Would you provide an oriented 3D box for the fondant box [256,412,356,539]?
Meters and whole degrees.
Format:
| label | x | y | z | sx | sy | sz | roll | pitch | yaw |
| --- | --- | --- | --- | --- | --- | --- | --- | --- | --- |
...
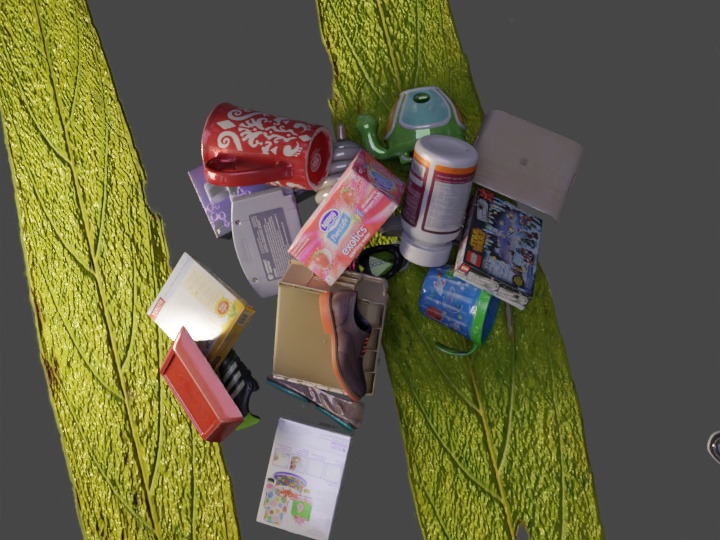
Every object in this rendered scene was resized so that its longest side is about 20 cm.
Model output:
| label | x | y | z | sx | sy | sz | roll | pitch | yaw |
| --- | --- | --- | --- | --- | --- | --- | --- | --- | --- |
| fondant box | -0.101 | 0.386 | 1.506 | 0.142 | 0.058 | 0.204 | 13 | 90 | 9 |

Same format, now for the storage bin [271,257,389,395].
| label | x | y | z | sx | sy | sz | roll | pitch | yaw |
| --- | --- | --- | --- | --- | --- | --- | --- | --- | --- |
| storage bin | -0.053 | 0.105 | 1.446 | 0.195 | 0.094 | 0.203 | 11 | 116 | 8 |

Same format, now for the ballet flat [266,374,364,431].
| label | x | y | z | sx | sy | sz | roll | pitch | yaw |
| --- | --- | --- | --- | --- | --- | --- | --- | --- | --- |
| ballet flat | -0.080 | 0.228 | 1.509 | 0.198 | 0.068 | 0.068 | 29 | 74 | 3 |

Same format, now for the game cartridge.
| label | x | y | z | sx | sy | sz | roll | pitch | yaw |
| --- | --- | --- | --- | --- | --- | --- | --- | --- | --- |
| game cartridge | -0.166 | -0.052 | 1.488 | 0.131 | 0.041 | 0.203 | -14 | 115 | -2 |

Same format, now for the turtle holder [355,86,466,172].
| label | x | y | z | sx | sy | sz | roll | pitch | yaw |
| --- | --- | --- | --- | --- | --- | --- | --- | --- | --- |
| turtle holder | 0.098 | -0.252 | 1.450 | 0.183 | 0.140 | 0.135 | -8 | 88 | 30 |

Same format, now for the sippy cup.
| label | x | y | z | sx | sy | sz | roll | pitch | yaw |
| --- | --- | --- | --- | --- | --- | --- | --- | --- | --- |
| sippy cup | 0.178 | 0.049 | 1.438 | 0.128 | 0.140 | 0.180 | 18 | 65 | 18 |

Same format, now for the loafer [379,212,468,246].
| label | x | y | z | sx | sy | sz | roll | pitch | yaw |
| --- | --- | --- | --- | --- | --- | --- | --- | --- | --- |
| loafer | 0.131 | -0.068 | 1.471 | 0.196 | 0.070 | 0.071 | 0 | 81 | 8 |

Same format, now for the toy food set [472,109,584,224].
| label | x | y | z | sx | sy | sz | roll | pitch | yaw |
| --- | --- | --- | --- | --- | --- | --- | --- | --- | --- |
| toy food set | 0.293 | -0.189 | 1.460 | 0.197 | 0.060 | 0.146 | 24 | 81 | 7 |

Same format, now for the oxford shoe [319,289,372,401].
| label | x | y | z | sx | sy | sz | roll | pitch | yaw |
| --- | --- | --- | --- | --- | --- | --- | --- | --- | --- |
| oxford shoe | -0.012 | 0.129 | 1.356 | 0.071 | 0.071 | 0.203 | -11 | 111 | 12 |

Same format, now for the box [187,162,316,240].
| label | x | y | z | sx | sy | sz | roll | pitch | yaw |
| --- | --- | --- | --- | --- | --- | --- | --- | --- | --- |
| box | -0.204 | -0.166 | 1.522 | 0.197 | 0.079 | 0.143 | -27 | 88 | 7 |

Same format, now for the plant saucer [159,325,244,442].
| label | x | y | z | sx | sy | sz | roll | pitch | yaw |
| --- | --- | --- | --- | --- | --- | --- | --- | --- | --- |
| plant saucer | -0.303 | 0.222 | 1.478 | 0.036 | 0.200 | 0.201 | -32 | 83 | -31 |

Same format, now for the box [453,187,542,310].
| label | x | y | z | sx | sy | sz | roll | pitch | yaw |
| --- | --- | --- | --- | --- | --- | --- | --- | --- | --- |
| box | 0.241 | -0.042 | 1.389 | 0.135 | 0.202 | 0.040 | 25 | 136 | -7 |

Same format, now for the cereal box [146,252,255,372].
| label | x | y | z | sx | sy | sz | roll | pitch | yaw |
| --- | --- | --- | --- | --- | --- | --- | --- | --- | --- |
| cereal box | -0.304 | 0.077 | 1.514 | 0.199 | 0.039 | 0.145 | 38 | 95 | 33 |

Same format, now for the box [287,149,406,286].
| label | x | y | z | sx | sy | sz | roll | pitch | yaw |
| --- | --- | --- | --- | --- | --- | --- | --- | --- | --- |
| box | -0.024 | -0.089 | 1.363 | 0.102 | 0.095 | 0.200 | 37 | 119 | -8 |

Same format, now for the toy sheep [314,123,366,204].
| label | x | y | z | sx | sy | sz | roll | pitch | yaw |
| --- | --- | --- | --- | --- | --- | --- | --- | --- | --- |
| toy sheep | -0.028 | -0.165 | 1.465 | 0.135 | 0.138 | 0.204 | -11 | 87 | 8 |

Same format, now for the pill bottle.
| label | x | y | z | sx | sy | sz | roll | pitch | yaw |
| --- | --- | --- | --- | --- | --- | --- | --- | --- | --- |
| pill bottle | 0.127 | -0.116 | 1.361 | 0.108 | 0.110 | 0.203 | 16 | 120 | 9 |

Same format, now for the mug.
| label | x | y | z | sx | sy | sz | roll | pitch | yaw |
| --- | --- | --- | --- | --- | --- | --- | --- | --- | --- |
| mug | -0.164 | -0.190 | 1.384 | 0.197 | 0.134 | 0.180 | 12 | 66 | 20 |

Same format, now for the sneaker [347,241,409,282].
| label | x | y | z | sx | sy | sz | roll | pitch | yaw |
| --- | --- | --- | --- | --- | --- | --- | --- | --- | --- |
| sneaker | 0.000 | 0.000 | 1.480 | 0.197 | 0.087 | 0.075 | -23 | 86 | 8 |

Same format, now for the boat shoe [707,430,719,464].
| label | x | y | z | sx | sy | sz | roll | pitch | yaw |
| --- | --- | --- | --- | --- | --- | --- | --- | --- | --- |
| boat shoe | 0.699 | 0.337 | 1.380 | 0.198 | 0.060 | 0.075 | 28 | 94 | 8 |

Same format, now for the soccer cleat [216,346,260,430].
| label | x | y | z | sx | sy | sz | roll | pitch | yaw |
| --- | --- | --- | --- | --- | --- | --- | --- | --- | --- |
| soccer cleat | -0.238 | 0.200 | 1.533 | 0.079 | 0.067 | 0.204 | -10 | 89 | -9 |
